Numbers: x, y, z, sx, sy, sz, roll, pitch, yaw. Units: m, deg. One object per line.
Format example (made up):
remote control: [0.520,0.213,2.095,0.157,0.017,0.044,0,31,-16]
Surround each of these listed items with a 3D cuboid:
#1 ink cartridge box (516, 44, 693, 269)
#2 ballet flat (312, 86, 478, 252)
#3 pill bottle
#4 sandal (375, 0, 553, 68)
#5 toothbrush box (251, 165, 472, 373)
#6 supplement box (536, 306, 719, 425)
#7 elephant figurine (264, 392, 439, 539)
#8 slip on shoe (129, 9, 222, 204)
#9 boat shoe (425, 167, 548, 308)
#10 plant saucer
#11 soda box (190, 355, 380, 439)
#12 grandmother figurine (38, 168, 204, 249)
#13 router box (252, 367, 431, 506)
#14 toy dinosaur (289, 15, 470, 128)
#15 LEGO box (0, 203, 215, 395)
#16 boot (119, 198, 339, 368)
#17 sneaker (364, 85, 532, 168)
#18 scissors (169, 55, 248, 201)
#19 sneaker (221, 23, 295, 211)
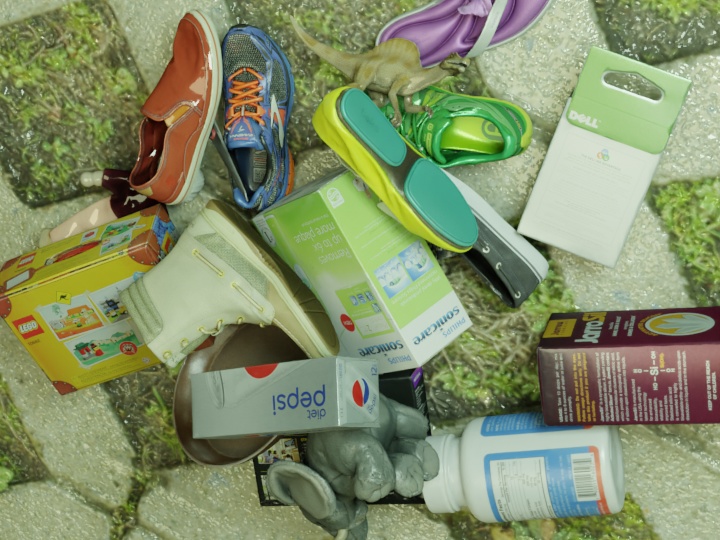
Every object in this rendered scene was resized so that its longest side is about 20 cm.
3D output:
ink cartridge box: [0.236,-0.113,1.274,0.104,0.059,0.200,22,112,7]
ballet flat: [0.029,-0.090,1.239,0.200,0.067,0.067,46,141,-18]
pill bottle: [0.168,0.205,1.371,0.200,0.112,0.112,-7,106,18]
sandal: [0.103,-0.243,1.273,0.203,0.050,0.083,-29,98,24]
toothbrush box: [0.000,0.000,1.330,0.146,0.086,0.200,-16,108,57]
supplement box: [0.283,0.094,1.302,0.200,0.110,0.086,-3,106,16]
elephant figurine: [-0.027,0.214,1.364,0.200,0.141,0.155,-39,53,38]
slip on shoe: [-0.187,-0.164,1.320,0.074,0.061,0.200,31,110,47]
boat shoe: [0.099,-0.034,1.308,0.200,0.070,0.066,40,73,-21]
plant saucer: [-0.120,0.119,1.408,0.200,0.200,0.034,-33,138,23]
soda box: [-0.076,0.126,1.280,0.200,0.063,0.068,-9,78,39]
grandmother figurine: [-0.258,-0.065,1.435,0.200,0.061,0.121,-28,126,19]
router box: [-0.023,0.183,1.450,0.200,0.051,0.149,-4,105,17]
toy dinosaur: [0.012,-0.186,1.280,0.200,0.058,0.101,14,74,24]
LEGO box: [-0.274,0.035,1.426,0.200,0.077,0.149,-18,123,16]
boot: [-0.131,0.049,1.316,0.155,0.072,0.200,-43,83,9]
sneaker: [0.068,-0.145,1.298,0.200,0.084,0.074,6,110,15]
scissors: [-0.156,-0.144,1.341,0.073,0.014,0.200,-34,65,41]
sneaker: [-0.108,-0.152,1.348,0.075,0.078,0.200,-3,107,16]
